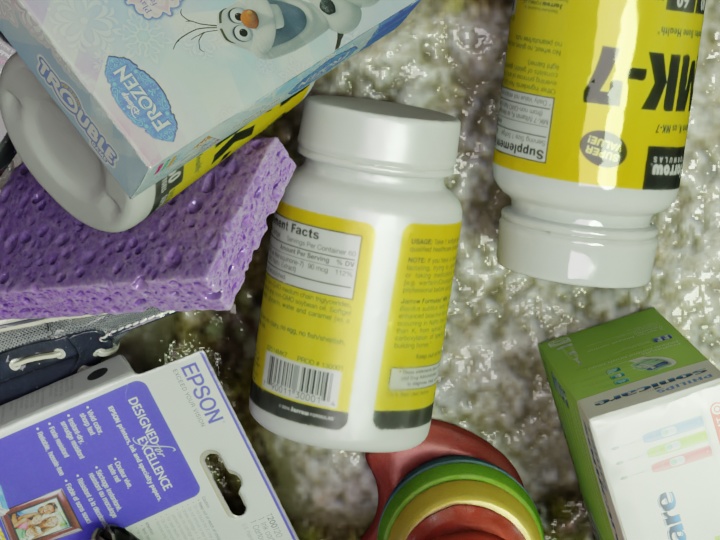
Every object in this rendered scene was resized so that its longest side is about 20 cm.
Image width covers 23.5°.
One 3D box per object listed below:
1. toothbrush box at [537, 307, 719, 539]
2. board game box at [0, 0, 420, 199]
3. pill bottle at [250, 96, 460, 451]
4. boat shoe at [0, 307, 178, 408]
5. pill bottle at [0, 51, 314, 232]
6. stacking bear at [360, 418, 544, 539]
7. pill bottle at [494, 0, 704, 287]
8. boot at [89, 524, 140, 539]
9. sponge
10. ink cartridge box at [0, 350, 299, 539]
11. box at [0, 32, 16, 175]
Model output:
[{"bbox_3d":[0.179,0.120,1.053,0.086,0.200,0.146,-17,100,2],"label":"toothbrush box"},{"bbox_3d":[-0.101,-0.169,0.905,0.199,0.043,0.200,-36,86,-32],"label":"board game box"},{"bbox_3d":[0.000,0.000,1.062,0.114,0.114,0.201,8,100,-3],"label":"pill bottle"},{"bbox_3d":[-0.181,0.045,1.101,0.199,0.075,0.093,-10,111,5],"label":"boat shoe"},{"bbox_3d":[-0.095,-0.120,0.980,0.200,0.114,0.114,-41,101,-31],"label":"pill bottle"},{"bbox_3d":[0.059,0.175,1.059,0.113,0.200,0.122,5,100,-3],"label":"stacking bear"},{"bbox_3d":[0.142,-0.098,1.049,0.114,0.114,0.201,6,100,-3],"label":"pill bottle"},{"bbox_3d":[-0.172,0.242,1.067,0.069,0.200,0.175,18,85,-49],"label":"boot"},{"bbox_3d":[-0.144,-0.024,1.023,0.199,0.112,0.030,-3,139,31],"label":"sponge"},{"bbox_3d":[-0.153,0.155,1.102,0.199,0.043,0.199,-21,118,3],"label":"ink cartridge box"},{"bbox_3d":[-0.272,-0.074,1.043,0.106,0.122,0.200,35,96,-7],"label":"box"}]
